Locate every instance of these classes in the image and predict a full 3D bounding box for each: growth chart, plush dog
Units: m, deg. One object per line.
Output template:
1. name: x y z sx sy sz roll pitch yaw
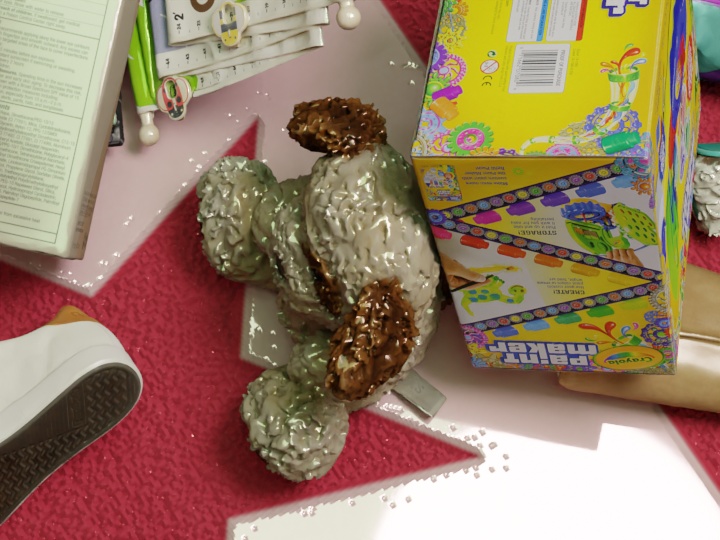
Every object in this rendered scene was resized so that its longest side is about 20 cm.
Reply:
1. growth chart: -0.076 -0.173 1.019 0.018 0.199 0.146 -6 78 -51
2. plush dog: 0.000 0.000 0.983 0.159 0.172 0.201 -10 72 -10

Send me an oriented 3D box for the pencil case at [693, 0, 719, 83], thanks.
1. pencil case: 0.173 -0.172 1.107 0.199 0.092 0.086 12 70 -2

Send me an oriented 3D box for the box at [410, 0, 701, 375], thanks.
1. box: 0.117 -0.078 0.979 0.121 0.193 0.201 1 55 16

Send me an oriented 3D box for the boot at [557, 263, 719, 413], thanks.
1. boot: 0.212 0.078 1.043 0.199 0.066 0.176 12 58 -3

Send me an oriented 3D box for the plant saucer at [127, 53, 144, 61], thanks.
1. plant saucer: -0.174 -0.220 1.107 0.199 0.027 0.201 1 78 -6

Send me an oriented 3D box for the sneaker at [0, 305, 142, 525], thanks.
1. sneaker: -0.221 0.095 0.993 0.200 0.073 0.085 -34 47 -10

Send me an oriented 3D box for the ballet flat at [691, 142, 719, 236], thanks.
1. ballet flat: 0.295 -0.059 1.105 0.199 0.072 0.072 -9 72 -7

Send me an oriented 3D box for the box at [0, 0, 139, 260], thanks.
1. box: -0.182 -0.113 0.995 0.094 0.078 0.201 14 89 -2

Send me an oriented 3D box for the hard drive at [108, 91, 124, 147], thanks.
1. hard drive: -0.218 -0.168 1.052 0.139 0.038 0.201 -6 89 -2
